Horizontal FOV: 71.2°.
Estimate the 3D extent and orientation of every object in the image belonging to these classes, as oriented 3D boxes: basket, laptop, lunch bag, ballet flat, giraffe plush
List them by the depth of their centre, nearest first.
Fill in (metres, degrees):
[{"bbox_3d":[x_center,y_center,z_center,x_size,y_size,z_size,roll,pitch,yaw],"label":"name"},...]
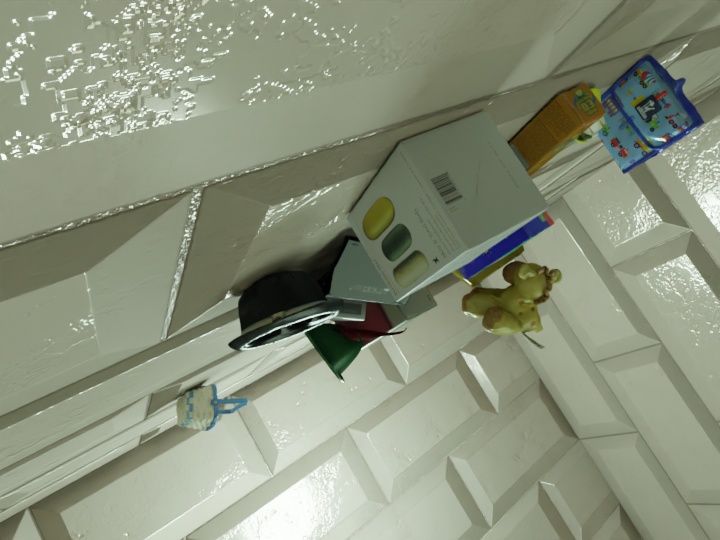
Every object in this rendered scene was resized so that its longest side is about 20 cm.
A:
[{"bbox_3d":[0.407,-0.273,0.909,0.067,0.067,0.200,-33,171,16],"label":"ballet flat"},{"bbox_3d":[0.536,-0.297,0.937,0.094,0.151,0.200,-30,172,-8],"label":"lunch bag"},{"bbox_3d":[0.000,0.000,0.949,0.187,0.116,0.200,8,125,-30],"label":"laptop"},{"bbox_3d":[0.345,0.050,1.100,0.173,0.200,0.162,-17,131,-55],"label":"giraffe plush"},{"bbox_3d":[-0.487,0.447,1.648,0.200,0.139,0.176,12,147,-31],"label":"basket"}]

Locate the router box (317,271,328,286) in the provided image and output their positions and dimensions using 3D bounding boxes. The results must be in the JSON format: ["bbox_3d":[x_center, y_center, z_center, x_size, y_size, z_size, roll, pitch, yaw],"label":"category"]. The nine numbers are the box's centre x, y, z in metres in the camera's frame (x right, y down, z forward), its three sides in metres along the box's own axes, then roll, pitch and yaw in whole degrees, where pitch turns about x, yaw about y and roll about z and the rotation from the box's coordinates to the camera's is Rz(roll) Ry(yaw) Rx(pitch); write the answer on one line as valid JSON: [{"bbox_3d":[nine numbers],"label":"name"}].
[{"bbox_3d":[-0.025,0.029,1.136,0.157,0.052,0.200,-11,160,-44],"label":"router box"}]

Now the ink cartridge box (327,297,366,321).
[{"bbox_3d":[-0.098,0.076,1.044,0.162,0.050,0.200,8,174,-22],"label":"ink cartridge box"}]

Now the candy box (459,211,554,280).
[{"bbox_3d":[0.225,-0.098,0.935,0.077,0.169,0.200,-30,173,-29],"label":"candy box"}]

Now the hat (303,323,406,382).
[{"bbox_3d":[-0.015,0.136,1.119,0.176,0.200,0.166,-37,152,-6],"label":"hat"}]

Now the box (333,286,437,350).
[{"bbox_3d":[0.051,0.091,1.155,0.128,0.109,0.200,-19,165,-48],"label":"box"}]

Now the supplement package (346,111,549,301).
[{"bbox_3d":[0.107,-0.079,0.686,0.151,0.152,0.200,-26,171,-28],"label":"supplement package"}]

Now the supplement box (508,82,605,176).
[{"bbox_3d":[0.316,-0.226,0.865,0.067,0.069,0.200,-30,170,-25],"label":"supplement box"}]

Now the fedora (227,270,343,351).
[{"bbox_3d":[-0.131,0.059,0.833,0.200,0.092,0.201,-20,168,-4],"label":"fedora"}]

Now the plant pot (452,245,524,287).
[{"bbox_3d":[0.263,-0.070,1.161,0.200,0.176,0.200,-37,172,6],"label":"plant pot"}]
